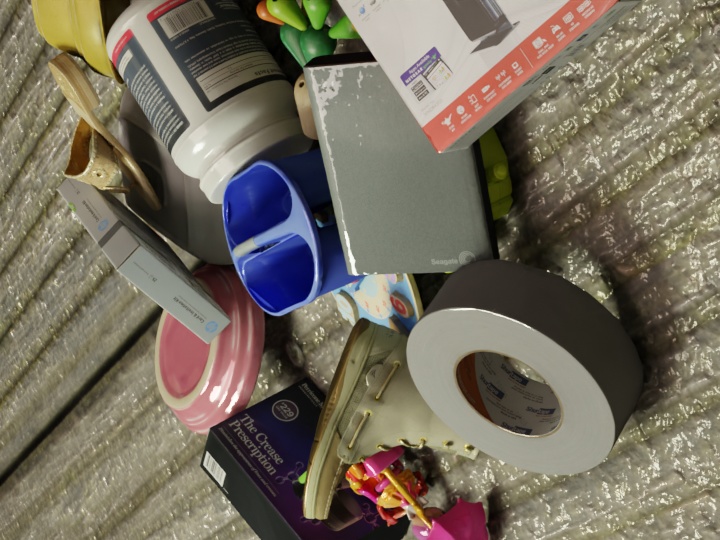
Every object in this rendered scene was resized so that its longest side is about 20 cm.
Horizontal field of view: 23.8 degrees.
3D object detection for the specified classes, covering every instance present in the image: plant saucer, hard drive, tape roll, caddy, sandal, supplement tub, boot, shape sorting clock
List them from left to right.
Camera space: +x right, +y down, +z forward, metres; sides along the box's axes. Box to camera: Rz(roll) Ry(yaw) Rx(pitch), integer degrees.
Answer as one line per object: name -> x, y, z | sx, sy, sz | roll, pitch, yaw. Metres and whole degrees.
sandal -> -0.293, -0.130, 1.823 | 0.078, 0.070, 0.212 | 34, 157, 50
plant saucer -> -0.178, 0.085, 1.937 | 0.200, 0.051, 0.201 | -20, 65, 53
supplement tub -> -0.150, -0.182, 1.709 | 0.200, 0.140, 0.140 | 57, 147, 11
caddy -> -0.068, -0.035, 1.623 | 0.200, 0.105, 0.141 | -25, 83, 64
shape sorting clock -> 0.000, 0.000, 1.684 | 0.200, 0.039, 0.200 | 53, 158, 32
boot -> 0.036, 0.161, 1.629 | 0.072, 0.155, 0.200 | -114, 42, -83
hard drive -> 0.038, -0.092, 1.486 | 0.139, 0.033, 0.200 | -2, 115, 23
tape roll -> 0.142, 0.086, 1.488 | 0.200, 0.066, 0.200 | 22, 141, 19

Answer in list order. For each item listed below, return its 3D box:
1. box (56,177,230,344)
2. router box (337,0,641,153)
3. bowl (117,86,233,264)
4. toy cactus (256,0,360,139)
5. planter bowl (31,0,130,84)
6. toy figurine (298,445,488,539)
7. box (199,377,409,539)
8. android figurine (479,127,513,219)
box -> -0.239, -0.018, 1.868 | 0.156, 0.041, 0.200 | 44, -178, -41
router box -> 0.092, -0.222, 1.352 | 0.200, 0.049, 0.180 | -40, 77, 31
bowl -> -0.201, -0.109, 1.898 | 0.200, 0.075, 0.200 | 36, 140, 38
toy cactus -> -0.033, -0.199, 1.582 | 0.200, 0.102, 0.165 | 44, 147, 35
planter bowl -> -0.298, -0.293, 1.796 | 0.200, 0.083, 0.201 | -4, -90, -88
toy figurine -> 0.048, 0.238, 1.756 | 0.184, 0.150, 0.200 | 50, 167, 4
box -> -0.058, 0.233, 1.870 | 0.200, 0.141, 0.079 | 47, 142, 25
android figurine -> 0.068, -0.089, 1.561 | 0.200, 0.041, 0.182 | -19, 96, 59
